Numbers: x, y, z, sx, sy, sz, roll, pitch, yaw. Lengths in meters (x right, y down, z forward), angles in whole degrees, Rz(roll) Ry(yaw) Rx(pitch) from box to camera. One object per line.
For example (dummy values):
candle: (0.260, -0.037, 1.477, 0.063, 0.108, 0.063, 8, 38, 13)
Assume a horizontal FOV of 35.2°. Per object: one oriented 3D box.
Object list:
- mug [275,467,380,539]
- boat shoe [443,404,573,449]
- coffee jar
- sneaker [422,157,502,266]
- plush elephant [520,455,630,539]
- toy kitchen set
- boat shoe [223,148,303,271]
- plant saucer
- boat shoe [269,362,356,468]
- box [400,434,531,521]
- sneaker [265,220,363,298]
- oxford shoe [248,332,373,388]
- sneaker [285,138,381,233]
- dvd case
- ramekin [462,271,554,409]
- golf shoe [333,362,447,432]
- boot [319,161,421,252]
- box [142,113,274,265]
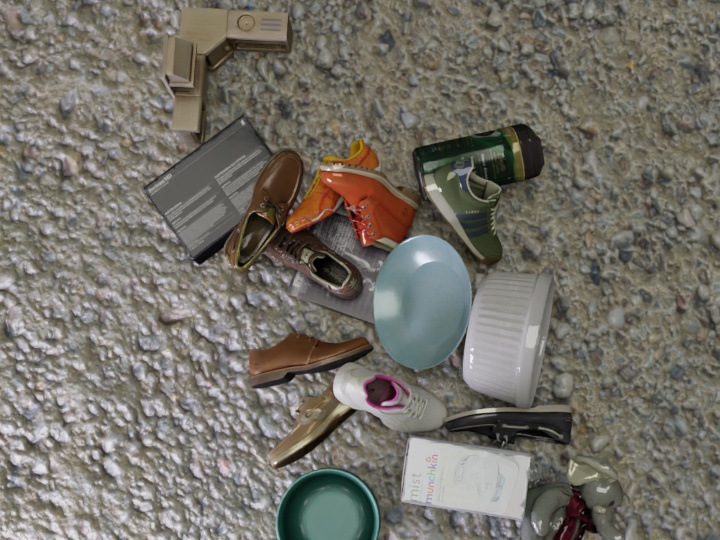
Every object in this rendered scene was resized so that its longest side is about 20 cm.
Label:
mug: (-0.060, 0.373, 1.684, 0.182, 0.114, 0.154, -6, 80, 2)
boat shoe: (0.225, 0.240, 1.717, 0.197, 0.073, 0.064, -3, 79, -4)
coffee jar: (0.184, -0.170, 1.771, 0.197, 0.104, 0.086, -13, 103, 1)
sneaker: (0.182, -0.091, 1.718, 0.089, 0.200, 0.068, -29, 35, 20)
plush elephant: (0.320, 0.353, 1.648, 0.153, 0.165, 0.202, -20, 54, 24)
toy kitchen set: (-0.209, -0.316, 1.783, 0.178, 0.163, 0.203, 3, 81, 3)
boat shoe: (-0.139, -0.088, 1.721, 0.071, 0.068, 0.202, 24, 95, -18)
plant saucer: (0.101, 0.049, 1.716, 0.200, 0.038, 0.204, -8, 79, 44)
boat shoe: (-0.068, 0.223, 1.737, 0.199, 0.071, 0.065, -39, 76, -15)
box: (0.147, 0.298, 1.645, 0.174, 0.200, 0.098, 7, 81, 3)
sneaker: (-0.082, -0.028, 1.757, 0.199, 0.076, 0.071, 29, 82, 10)
oxford shoe: (-0.079, 0.125, 1.752, 0.197, 0.071, 0.072, -12, 75, 1)
sneaker: (-0.053, -0.130, 1.771, 0.200, 0.073, 0.077, -45, 103, -29)
dvd case: (0.000, 0.000, 1.795, 0.198, 0.016, 0.150, 19, 80, 6)
ramekin: (0.219, 0.096, 1.683, 0.104, 0.200, 0.203, 11, 81, 13)
golf shoe: (0.056, 0.198, 1.692, 0.198, 0.091, 0.076, 21, 80, -26)
boot: (0.007, -0.097, 1.726, 0.199, 0.075, 0.108, 26, 81, -39)
box: (-0.220, -0.127, 1.795, 0.199, 0.079, 0.142, -36, 85, -4)
